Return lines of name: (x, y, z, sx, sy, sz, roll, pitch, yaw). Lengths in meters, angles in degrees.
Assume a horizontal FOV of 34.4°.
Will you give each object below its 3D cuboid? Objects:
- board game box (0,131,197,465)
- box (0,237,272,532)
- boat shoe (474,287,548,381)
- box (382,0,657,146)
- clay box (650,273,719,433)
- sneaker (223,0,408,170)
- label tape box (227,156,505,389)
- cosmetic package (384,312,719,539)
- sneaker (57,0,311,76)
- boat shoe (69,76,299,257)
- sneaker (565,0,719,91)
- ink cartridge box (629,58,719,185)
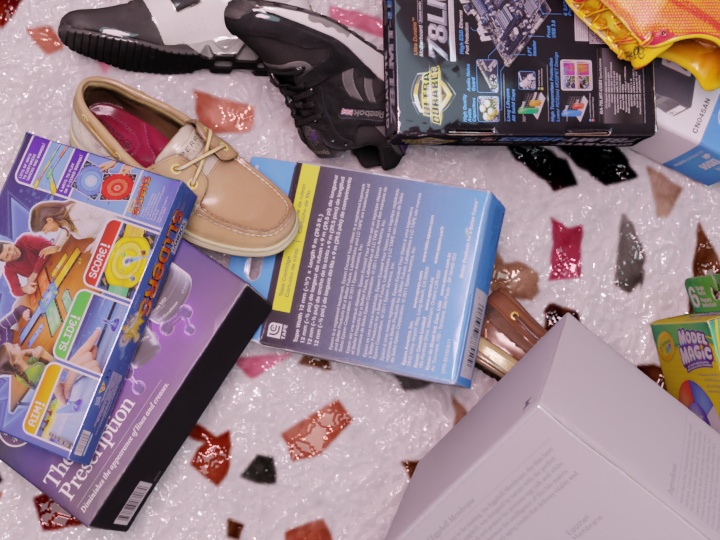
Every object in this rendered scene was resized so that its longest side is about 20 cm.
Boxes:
board game box: (-0.212, 0.016, 0.811, 0.134, 0.034, 0.203, 18, 79, 18)
box: (-0.181, 0.065, 0.852, 0.140, 0.079, 0.201, 31, 83, 18)
boat shoe: (0.172, 0.086, 0.917, 0.198, 0.072, 0.068, 32, 85, -2)
box: (0.114, -0.193, 0.850, 0.195, 0.050, 0.204, -2, 86, -9)
clay box: (0.283, 0.106, 0.909, 0.047, 0.115, 0.203, -15, 88, -8)
sneaker: (-0.025, -0.131, 0.865, 0.198, 0.075, 0.089, 21, 89, -42)
label tape box: (0.000, 0.000, 0.896, 0.197, 0.066, 0.146, 10, 85, 21)
cosmetic package: (0.154, 0.178, 0.838, 0.199, 0.123, 0.200, 37, 125, -4)
sneaker: (-0.133, -0.201, 0.899, 0.197, 0.074, 0.090, -1, 85, -18)
boat shoe: (-0.135, -0.078, 0.864, 0.198, 0.067, 0.074, 27, 60, 9)
sneaker: (0.185, -0.187, 0.802, 0.197, 0.073, 0.078, 22, 78, -9)
ink cartridge box: (0.235, -0.180, 0.935, 0.198, 0.084, 0.146, 24, 83, -4)
